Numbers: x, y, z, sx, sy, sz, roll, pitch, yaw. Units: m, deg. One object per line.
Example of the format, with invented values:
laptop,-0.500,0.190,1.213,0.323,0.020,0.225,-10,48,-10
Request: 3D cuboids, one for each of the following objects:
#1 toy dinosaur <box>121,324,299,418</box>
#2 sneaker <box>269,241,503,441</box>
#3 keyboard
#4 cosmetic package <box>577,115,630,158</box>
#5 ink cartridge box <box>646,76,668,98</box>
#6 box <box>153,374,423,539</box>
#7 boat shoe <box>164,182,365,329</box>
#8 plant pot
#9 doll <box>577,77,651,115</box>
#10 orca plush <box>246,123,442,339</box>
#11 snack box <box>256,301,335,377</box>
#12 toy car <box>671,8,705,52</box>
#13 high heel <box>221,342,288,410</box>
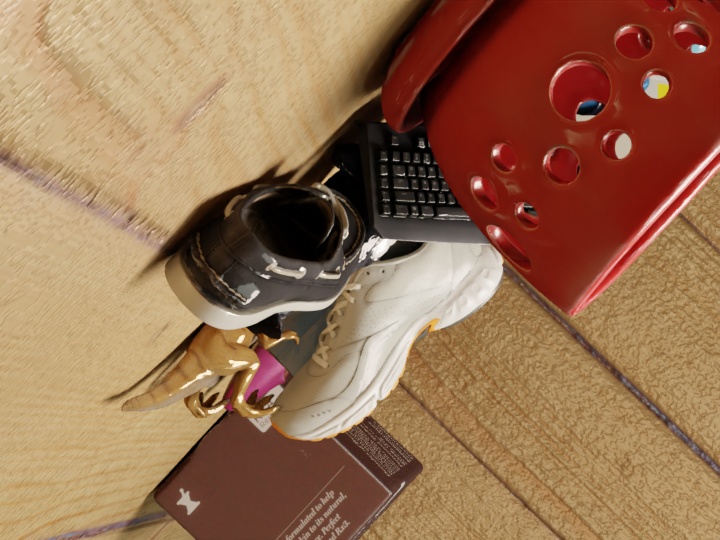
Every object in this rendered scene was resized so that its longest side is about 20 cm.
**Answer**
toy dinosaur,-0.103,0.062,1.591,0.200,0.060,0.106,-43,140,-33
sneaker,0.001,0.029,1.641,0.200,0.092,0.076,-45,-150,-6
keyboard,0.079,-0.078,1.481,0.200,0.127,0.021,1,166,-40
cosmetic package,0.148,-0.100,1.881,0.073,0.104,0.200,-39,178,-16
ink cartridge box,0.322,-0.201,1.818,0.047,0.200,0.198,84,21,-52
box,-0.065,0.201,2.236,0.166,0.164,0.200,-47,175,9
boat shoe,-0.039,-0.020,1.331,0.060,0.074,0.200,-44,168,25
plant pot,0.127,-0.104,1.368,0.200,0.182,0.200,-46,175,-5
doll,0.156,-0.165,1.556,0.048,0.136,0.200,42,-70,55
orca plush,-0.017,-0.048,1.467,0.200,0.071,0.105,-34,-145,-20
snack box,0.000,0.000,1.777,0.169,0.068,0.200,-46,173,3
toy car,0.333,-0.229,1.739,0.184,0.200,0.177,-54,-158,25
high heel,-0.020,0.060,1.913,0.200,0.096,0.067,-46,175,-3
